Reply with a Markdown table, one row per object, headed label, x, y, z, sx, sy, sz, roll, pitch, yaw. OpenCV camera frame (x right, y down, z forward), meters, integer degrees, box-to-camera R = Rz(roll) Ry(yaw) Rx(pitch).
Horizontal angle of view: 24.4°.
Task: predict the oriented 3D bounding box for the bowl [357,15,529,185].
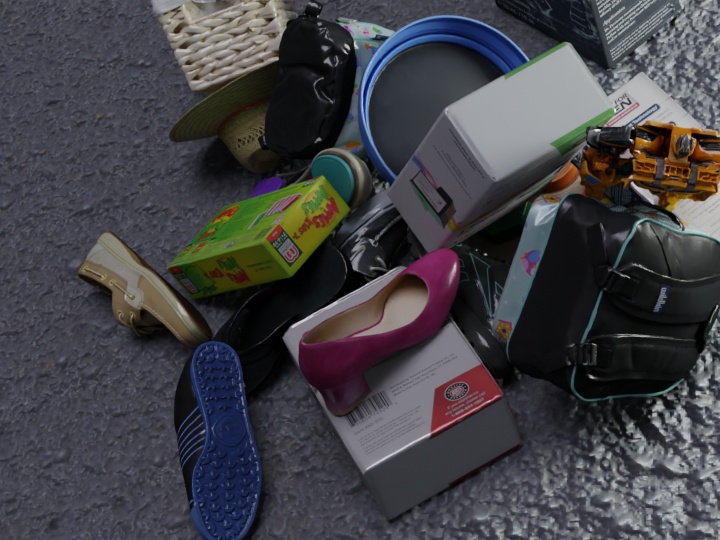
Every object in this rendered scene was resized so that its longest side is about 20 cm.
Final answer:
| label | x | y | z | sx | sy | sz | roll | pitch | yaw |
| --- | --- | --- | --- | --- | --- | --- | --- | --- | --- |
| bowl | 0.091 | -0.155 | 1.669 | 0.201 | 0.039 | 0.201 | 4 | 76 | -15 |

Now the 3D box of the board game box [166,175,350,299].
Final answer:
| label | x | y | z | sx | sy | sz | roll | pitch | yaw |
| --- | --- | --- | --- | --- | --- | --- | --- | --- | --- |
| board game box | -0.106 | -0.031 | 1.689 | 0.102 | 0.048 | 0.200 | -49 | 20 | -29 |

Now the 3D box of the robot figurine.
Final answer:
| label | x | y | z | sx | sy | sz | roll | pitch | yaw |
| --- | --- | --- | --- | --- | --- | --- | --- | --- | --- |
| robot figurine | 0.258 | -0.090 | 1.444 | 0.145 | 0.200 | 0.058 | 8 | 88 | -2 |

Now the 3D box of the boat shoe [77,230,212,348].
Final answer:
| label | x | y | z | sx | sy | sz | roll | pitch | yaw |
| --- | --- | --- | --- | --- | --- | --- | --- | --- | --- |
| boat shoe | -0.228 | 0.033 | 1.743 | 0.066 | 0.074 | 0.200 | -48 | 47 | -4 |

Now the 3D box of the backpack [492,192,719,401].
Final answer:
| label | x | y | z | sx | sy | sz | roll | pitch | yaw |
| --- | --- | --- | --- | --- | --- | --- | --- | --- | --- |
| backpack | 0.225 | 0.022 | 1.467 | 0.153 | 0.200 | 0.176 | 27 | 105 | 47 |

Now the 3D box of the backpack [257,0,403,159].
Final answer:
| label | x | y | z | sx | sy | sz | roll | pitch | yaw |
| --- | --- | --- | --- | --- | --- | --- | --- | --- | --- |
| backpack | 0.006 | -0.184 | 1.757 | 0.200 | 0.167 | 0.127 | -2 | 27 | -45 |

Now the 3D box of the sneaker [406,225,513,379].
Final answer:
| label | x | y | z | sx | sy | sz | roll | pitch | yaw |
| --- | --- | --- | --- | --- | --- | --- | --- | --- | --- |
| sneaker | 0.114 | 0.016 | 1.606 | 0.079 | 0.075 | 0.200 | -34 | 55 | 2 |

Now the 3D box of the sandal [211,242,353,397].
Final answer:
| label | x | y | z | sx | sy | sz | roll | pitch | yaw |
| --- | --- | --- | --- | --- | --- | --- | --- | --- | --- |
| sandal | -0.093 | 0.048 | 1.634 | 0.200 | 0.048 | 0.075 | -47 | 61 | 12 |

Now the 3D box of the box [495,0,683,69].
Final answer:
| label | x | y | z | sx | sy | sz | roll | pitch | yaw |
| --- | --- | --- | --- | --- | --- | --- | --- | --- | --- |
| box | 0.227 | -0.357 | 1.808 | 0.124 | 0.197 | 0.200 | -39 | 46 | -13 |

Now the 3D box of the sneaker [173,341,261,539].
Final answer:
| label | x | y | z | sx | sy | sz | roll | pitch | yaw |
| --- | --- | --- | --- | --- | --- | --- | --- | --- | --- |
| sneaker | -0.139 | 0.171 | 1.582 | 0.070 | 0.078 | 0.200 | 4 | 65 | -18 |

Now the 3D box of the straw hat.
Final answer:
| label | x | y | z | sx | sy | sz | roll | pitch | yaw |
| --- | --- | --- | --- | --- | --- | --- | --- | --- | --- |
| straw hat | -0.112 | -0.155 | 1.834 | 0.201 | 0.201 | 0.085 | -30 | 86 | -5 |

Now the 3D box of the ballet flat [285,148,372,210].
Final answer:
| label | x | y | z | sx | sy | sz | roll | pitch | yaw |
| --- | --- | --- | --- | --- | --- | --- | --- | --- | --- |
| ballet flat | -0.026 | -0.088 | 1.713 | 0.069 | 0.069 | 0.200 | -52 | 14 | -25 |

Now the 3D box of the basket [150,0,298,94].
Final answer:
| label | x | y | z | sx | sy | sz | roll | pitch | yaw |
| --- | --- | --- | --- | --- | --- | --- | --- | --- | --- |
| basket | -0.142 | -0.274 | 1.878 | 0.136 | 0.123 | 0.200 | -19 | 3 | 7 |

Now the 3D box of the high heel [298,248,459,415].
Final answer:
| label | x | y | z | sx | sy | sz | roll | pitch | yaw |
| --- | --- | --- | --- | --- | --- | --- | --- | --- | --- |
| high heel | 0.017 | 0.032 | 1.498 | 0.067 | 0.096 | 0.200 | 28 | 64 | 38 |

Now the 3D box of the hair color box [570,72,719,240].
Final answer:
| label | x | y | z | sx | sy | sz | roll | pitch | yaw |
| --- | --- | --- | --- | --- | --- | --- | --- | --- | --- |
| hair color box | 0.299 | -0.088 | 1.594 | 0.100 | 0.061 | 0.200 | -35 | 63 | -13 |

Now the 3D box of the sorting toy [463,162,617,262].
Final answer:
| label | x | y | z | sx | sy | sz | roll | pitch | yaw |
| --- | --- | --- | --- | --- | --- | --- | --- | --- | --- |
| sorting toy | 0.197 | -0.058 | 1.664 | 0.200 | 0.036 | 0.185 | -41 | 47 | -15 |

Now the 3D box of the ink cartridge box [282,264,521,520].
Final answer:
| label | x | y | z | sx | sy | sz | roll | pitch | yaw |
| --- | --- | --- | --- | --- | --- | --- | --- | --- | --- |
| ink cartridge box | 0.036 | 0.109 | 1.547 | 0.147 | 0.083 | 0.200 | -28 | 45 | -5 |

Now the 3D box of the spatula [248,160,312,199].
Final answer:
| label | x | y | z | sx | sy | sz | roll | pitch | yaw |
| --- | --- | --- | --- | --- | --- | --- | --- | --- | --- |
| spatula | -0.064 | -0.119 | 1.836 | 0.200 | 0.021 | 0.057 | -43 | 24 | -23 |

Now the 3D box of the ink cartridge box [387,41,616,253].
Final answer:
| label | x | y | z | sx | sy | sz | roll | pitch | yaw |
| --- | --- | --- | --- | --- | --- | --- | --- | --- | --- |
| ink cartridge box | 0.125 | -0.107 | 1.534 | 0.145 | 0.200 | 0.084 | -31 | 81 | -22 |

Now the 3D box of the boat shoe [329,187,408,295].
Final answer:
| label | x | y | z | sx | sy | sz | roll | pitch | yaw |
| --- | --- | --- | --- | --- | --- | --- | --- | --- | --- |
| boat shoe | 0.000 | 0.000 | 1.681 | 0.200 | 0.072 | 0.071 | -46 | 56 | -5 |
